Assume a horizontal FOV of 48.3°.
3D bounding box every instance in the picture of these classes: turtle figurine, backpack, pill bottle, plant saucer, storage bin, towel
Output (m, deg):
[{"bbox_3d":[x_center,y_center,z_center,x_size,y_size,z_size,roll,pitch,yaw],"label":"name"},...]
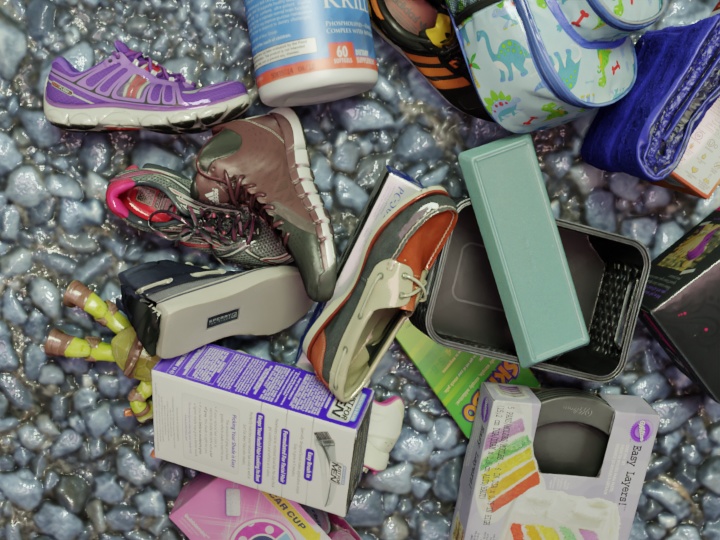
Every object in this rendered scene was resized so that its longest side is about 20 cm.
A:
[{"bbox_3d":[-0.232,0.086,0.813,0.159,0.064,0.202,21,101,-4],"label":"turtle figurine"},{"bbox_3d":[0.159,-0.227,0.669,0.146,0.182,0.203,-13,96,47],"label":"backpack"},{"bbox_3d":[-0.052,-0.256,0.714,0.110,0.112,0.203,-9,95,2],"label":"pill bottle"},{"bbox_3d":[0.148,-0.017,0.709,0.069,0.019,0.203,-19,96,-7],"label":"plant saucer"},{"bbox_3d":[0.156,0.016,0.768,0.197,0.094,0.137,14,93,-8],"label":"storage bin"},{"bbox_3d":[0.255,-0.153,0.696,0.049,0.200,0.149,33,99,-4],"label":"towel"}]

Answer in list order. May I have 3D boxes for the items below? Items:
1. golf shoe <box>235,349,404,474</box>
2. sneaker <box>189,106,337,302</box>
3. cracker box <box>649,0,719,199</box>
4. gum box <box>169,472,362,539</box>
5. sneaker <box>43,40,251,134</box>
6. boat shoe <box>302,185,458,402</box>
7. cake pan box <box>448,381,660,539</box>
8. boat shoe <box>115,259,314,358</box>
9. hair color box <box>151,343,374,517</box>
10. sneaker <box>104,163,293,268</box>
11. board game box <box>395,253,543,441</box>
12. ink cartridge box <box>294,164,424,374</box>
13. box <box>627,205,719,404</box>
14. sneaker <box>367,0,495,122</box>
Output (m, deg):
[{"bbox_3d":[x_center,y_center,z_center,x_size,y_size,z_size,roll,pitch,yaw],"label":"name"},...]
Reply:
[{"bbox_3d":[-0.044,0.125,0.827,0.199,0.075,0.092,32,85,-8],"label":"golf shoe"},{"bbox_3d":[-0.094,-0.055,0.737,0.114,0.076,0.202,-9,64,-17],"label":"sneaker"},{"bbox_3d":[0.326,-0.169,0.726,0.057,0.134,0.201,33,99,-6],"label":"cracker box"},{"bbox_3d":[-0.090,0.282,0.852,0.113,0.066,0.200,-39,99,9],"label":"gum box"},{"bbox_3d":[-0.202,-0.173,0.756,0.197,0.081,0.085,2,95,0],"label":"sneaker"},{"bbox_3d":[0.024,0.021,0.692,0.071,0.063,0.201,22,110,-44],"label":"boat shoe"},{"bbox_3d":[0.199,0.214,0.832,0.181,0.052,0.203,7,105,-11],"label":"cake pan box"},{"bbox_3d":[-0.138,0.018,0.776,0.092,0.198,0.076,37,121,34],"label":"boat shoe"},{"bbox_3d":[-0.093,0.144,0.752,0.197,0.065,0.111,15,123,12],"label":"hair color box"},{"bbox_3d":[-0.150,-0.046,0.782,0.197,0.075,0.082,13,101,-3],"label":"sneaker"},{"bbox_3d":[0.102,0.080,0.831,0.095,0.030,0.201,-35,97,5],"label":"board game box"},{"bbox_3d":[0.000,0.000,0.781,0.044,0.094,0.202,25,101,-6],"label":"ink cartridge box"},{"bbox_3d":[0.375,0.011,0.777,0.199,0.106,0.123,-40,98,8],"label":"box"},{"bbox_3d":[0.082,-0.203,0.741,0.199,0.090,0.070,38,99,-7],"label":"sneaker"}]
